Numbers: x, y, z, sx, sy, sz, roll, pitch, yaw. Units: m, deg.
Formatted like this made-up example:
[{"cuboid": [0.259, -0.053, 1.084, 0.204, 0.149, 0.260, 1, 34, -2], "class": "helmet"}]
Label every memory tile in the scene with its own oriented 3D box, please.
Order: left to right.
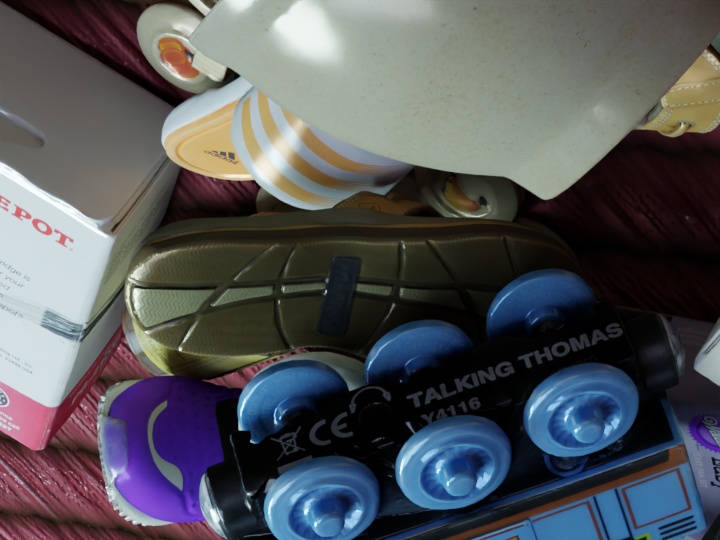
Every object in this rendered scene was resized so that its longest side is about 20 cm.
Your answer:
[{"cuboid": [-0.001, -0.049, 1.308, 0.153, 0.017, 0.200, -9, 125, 43], "class": "memory tile"}]

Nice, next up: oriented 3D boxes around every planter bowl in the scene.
[{"cuboid": [0.055, -0.110, 1.035, 0.135, 0.200, 0.200, 42, 143, -3], "class": "planter bowl"}]

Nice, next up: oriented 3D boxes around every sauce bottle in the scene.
[{"cuboid": [-0.045, 0.008, 1.332, 0.065, 0.065, 0.200, 44, 155, -13], "class": "sauce bottle"}]

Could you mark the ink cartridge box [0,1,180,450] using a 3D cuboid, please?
[{"cuboid": [-0.174, -0.026, 1.408, 0.145, 0.084, 0.200, 31, 144, 5], "class": "ink cartridge box"}]

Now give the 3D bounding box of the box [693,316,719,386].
[{"cuboid": [0.242, 0.046, 1.160, 0.200, 0.095, 0.078, 35, 150, 2], "class": "box"}]

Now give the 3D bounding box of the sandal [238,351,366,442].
[{"cuboid": [0.000, 0.077, 1.313, 0.082, 0.050, 0.203, -5, 148, 15], "class": "sandal"}]

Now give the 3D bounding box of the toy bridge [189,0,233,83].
[{"cuboid": [-0.127, -0.158, 1.256, 0.200, 0.027, 0.067, 35, 145, 9], "class": "toy bridge"}]

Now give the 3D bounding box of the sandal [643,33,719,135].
[{"cuboid": [0.109, -0.086, 1.138, 0.200, 0.054, 0.080, 14, 139, 25], "class": "sandal"}]

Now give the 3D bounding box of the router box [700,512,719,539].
[{"cuboid": [0.206, 0.146, 1.213, 0.149, 0.200, 0.051, 39, 165, -7], "class": "router box"}]

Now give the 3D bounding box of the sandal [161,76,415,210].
[{"cuboid": [-0.021, -0.050, 1.232, 0.079, 0.059, 0.207, 17, 160, -25], "class": "sandal"}]

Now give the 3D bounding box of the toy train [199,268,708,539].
[{"cuboid": [0.039, 0.079, 1.190, 0.200, 0.087, 0.114, -20, 131, 1], "class": "toy train"}]

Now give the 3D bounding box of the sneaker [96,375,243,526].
[{"cuboid": [-0.035, 0.079, 1.378, 0.099, 0.070, 0.200, -15, 165, 32], "class": "sneaker"}]

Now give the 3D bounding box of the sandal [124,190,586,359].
[{"cuboid": [0.000, 0.000, 1.209, 0.200, 0.054, 0.080, 5, 127, -18], "class": "sandal"}]

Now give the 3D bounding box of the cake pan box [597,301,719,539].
[{"cuboid": [0.109, 0.087, 1.334, 0.184, 0.052, 0.200, 10, 141, 23], "class": "cake pan box"}]
